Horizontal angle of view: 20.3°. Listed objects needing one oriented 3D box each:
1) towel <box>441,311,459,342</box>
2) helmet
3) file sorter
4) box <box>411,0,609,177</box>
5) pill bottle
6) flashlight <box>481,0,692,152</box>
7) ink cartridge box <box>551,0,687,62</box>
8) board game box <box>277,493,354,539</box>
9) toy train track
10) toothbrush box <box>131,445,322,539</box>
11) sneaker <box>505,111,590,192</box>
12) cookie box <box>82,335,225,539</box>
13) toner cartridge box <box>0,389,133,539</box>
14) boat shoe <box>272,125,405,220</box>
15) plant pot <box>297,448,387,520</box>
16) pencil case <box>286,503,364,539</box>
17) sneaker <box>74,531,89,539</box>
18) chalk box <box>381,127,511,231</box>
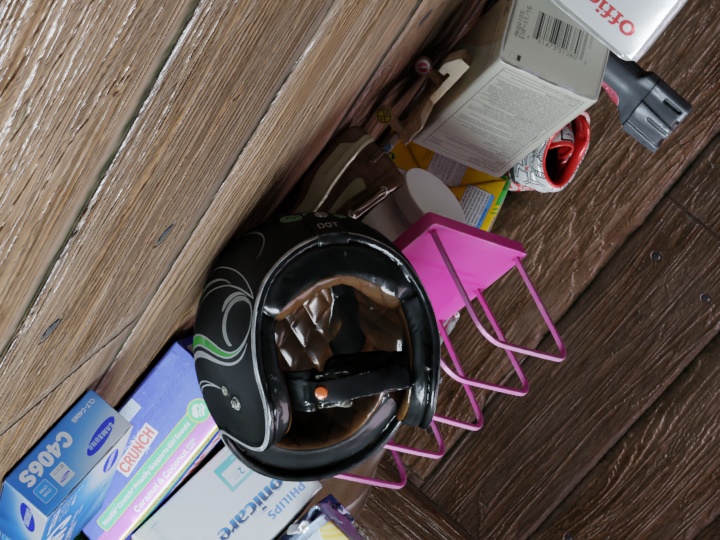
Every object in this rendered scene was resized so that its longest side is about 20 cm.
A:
[{"bbox_3d":[-0.025,0.062,1.870,0.146,0.199,0.030,-46,137,-40],"label":"towel"},{"bbox_3d":[-0.036,0.058,1.508,0.200,0.200,0.191,-49,-171,-15],"label":"helmet"},{"bbox_3d":[0.048,0.072,1.647,0.200,0.126,0.138,-40,149,25],"label":"file sorter"},{"bbox_3d":[0.124,-0.156,1.679,0.200,0.094,0.078,144,-36,-64],"label":"box"},{"bbox_3d":[0.000,0.000,1.737,0.200,0.111,0.111,-42,180,29],"label":"pill bottle"},{"bbox_3d":[0.202,-0.186,1.802,0.068,0.200,0.068,-49,176,9],"label":"flashlight"},{"bbox_3d":[0.223,-0.287,1.553,0.200,0.147,0.083,-52,176,30],"label":"ink cartridge box"},{"bbox_3d":[-0.092,0.279,1.749,0.200,0.034,0.135,-44,175,3],"label":"board game box"},{"bbox_3d":[0.017,-0.115,1.666,0.200,0.032,0.115,-46,-171,27],"label":"toy train track"},{"bbox_3d":[-0.119,0.217,1.715,0.146,0.085,0.200,-43,176,-13],"label":"toothbrush box"},{"bbox_3d":[0.175,-0.170,1.862,0.067,0.107,0.203,15,90,-41],"label":"sneaker"},{"bbox_3d":[-0.156,0.135,1.682,0.171,0.075,0.200,-49,175,10],"label":"cookie box"},{"bbox_3d":[-0.225,0.166,1.485,0.095,0.043,0.200,-49,175,-26],"label":"toner cartridge box"},{"bbox_3d":[-0.040,-0.016,1.609,0.203,0.075,0.075,-52,175,19],"label":"boat shoe"},{"bbox_3d":[-0.050,0.147,1.997,0.200,0.200,0.199,-47,175,-33],"label":"plant pot"},{"bbox_3d":[-0.072,0.280,1.634,0.200,0.083,0.091,-44,138,2],"label":"pencil case"},{"bbox_3d":[-0.251,0.265,1.755,0.078,0.085,0.200,-51,176,10],"label":"sneaker"},{"bbox_3d":[0.058,-0.041,1.894,0.200,0.123,0.125,79,37,-83],"label":"chalk box"}]
